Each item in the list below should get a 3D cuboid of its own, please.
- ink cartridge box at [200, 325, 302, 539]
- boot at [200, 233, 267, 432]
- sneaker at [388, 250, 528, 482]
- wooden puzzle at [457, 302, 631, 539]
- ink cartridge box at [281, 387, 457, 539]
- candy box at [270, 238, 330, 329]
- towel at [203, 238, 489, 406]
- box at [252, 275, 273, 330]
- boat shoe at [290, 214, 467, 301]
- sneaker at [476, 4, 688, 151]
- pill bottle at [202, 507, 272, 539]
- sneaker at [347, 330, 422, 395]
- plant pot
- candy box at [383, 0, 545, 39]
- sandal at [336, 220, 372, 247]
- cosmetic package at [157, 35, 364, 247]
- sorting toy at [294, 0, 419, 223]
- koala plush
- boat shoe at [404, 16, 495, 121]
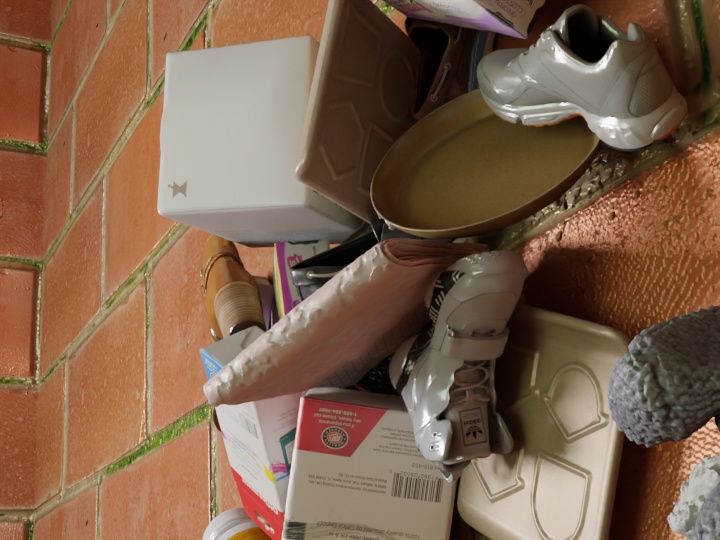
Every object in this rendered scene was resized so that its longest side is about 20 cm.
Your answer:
[{"bbox_3d":[-0.086,0.170,1.052,0.116,0.067,0.201,26,133,54],"label":"ink cartridge box"},{"bbox_3d":[-0.140,0.070,1.182,0.155,0.073,0.201,-115,28,-46],"label":"boot"},{"bbox_3d":[0.087,0.077,0.817,0.200,0.075,0.115,118,142,-50],"label":"sneaker"},{"bbox_3d":[0.147,0.129,0.823,0.185,0.046,0.202,16,103,63],"label":"wooden puzzle"},{"bbox_3d":[0.007,0.214,0.944,0.084,0.144,0.202,-49,-34,-87],"label":"ink cartridge box"},{"bbox_3d":[-0.061,0.075,1.150,0.200,0.061,0.137,102,161,-60],"label":"candy box"},{"bbox_3d":[-0.002,0.043,0.854,0.200,0.191,0.032,-40,70,26],"label":"towel"},{"bbox_3d":[-0.140,0.087,1.329,0.200,0.041,0.157,-159,75,-81],"label":"box"},{"bbox_3d":[0.028,-0.026,0.948,0.063,0.199,0.073,56,-176,-12],"label":"boat shoe"},{"bbox_3d":[0.153,-0.157,0.788,0.200,0.076,0.092,25,148,53],"label":"sneaker"},{"bbox_3d":[-0.115,0.358,1.210,0.200,0.110,0.112,40,120,59],"label":"pill bottle"},{"bbox_3d":[0.015,0.082,1.015,0.201,0.070,0.099,-69,-12,23],"label":"sneaker"},{"bbox_3d":[0.103,-0.088,0.843,0.028,0.199,0.200,61,171,-32],"label":"plant pot"},{"bbox_3d":[0.105,-0.305,0.879,0.167,0.071,0.201,29,94,51],"label":"candy box"},{"bbox_3d":[0.000,0.000,1.044,0.200,0.054,0.080,-50,-9,-32],"label":"sandal"},{"bbox_3d":[-0.085,-0.122,1.096,0.165,0.200,0.169,-2,81,22],"label":"cosmetic package"},{"bbox_3d":[0.000,-0.145,0.966,0.036,0.200,0.187,6,78,27],"label":"sorting toy"},{"bbox_3d":[0.235,0.126,0.558,0.177,0.183,0.201,48,148,41],"label":"koala plush"},{"bbox_3d":[0.083,-0.229,0.985,0.072,0.072,0.202,-15,71,62],"label":"boat shoe"}]
